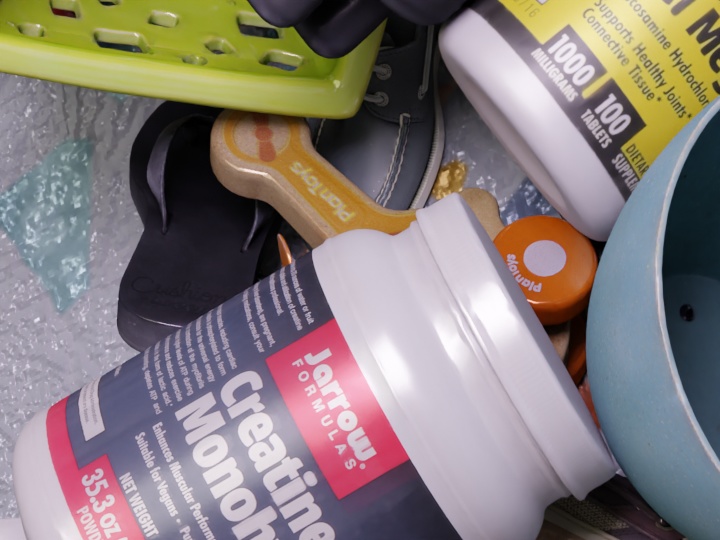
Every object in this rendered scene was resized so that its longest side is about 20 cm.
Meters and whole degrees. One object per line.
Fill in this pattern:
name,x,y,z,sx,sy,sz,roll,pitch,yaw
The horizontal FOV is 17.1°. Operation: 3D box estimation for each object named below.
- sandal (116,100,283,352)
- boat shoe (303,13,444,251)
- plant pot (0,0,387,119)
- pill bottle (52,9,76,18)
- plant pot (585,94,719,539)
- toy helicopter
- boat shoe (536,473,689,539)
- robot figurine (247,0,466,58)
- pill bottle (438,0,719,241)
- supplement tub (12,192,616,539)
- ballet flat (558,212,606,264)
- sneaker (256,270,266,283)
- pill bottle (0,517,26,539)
sandal,-0.069,-0.030,1.091,0.201,0.075,0.043,-94,10,-58
boat shoe,0.004,-0.098,1.111,0.072,0.062,0.202,11,82,32
plant pot,-0.088,-0.197,1.069,0.182,0.197,0.202,-118,39,-66
pill bottle,-0.157,-0.222,1.217,0.113,0.114,0.201,23,89,34
plant pot,0.164,0.032,0.916,0.135,0.199,0.202,150,125,-62
toy helicopter,0.000,0.000,1.028,0.132,0.079,0.200,-38,64,-20
boat shoe,0.113,0.115,0.978,0.199,0.072,0.065,23,55,32
robot figurine,0.030,-0.176,0.931,0.200,0.150,0.125,-44,101,11
pill bottle,0.138,-0.114,0.962,0.200,0.113,0.113,-39,58,0
supplement tub,-0.018,0.073,0.912,0.199,0.140,0.141,-31,61,5
ballet flat,0.094,-0.078,1.052,0.066,0.057,0.201,-36,60,19
sneaker,-0.048,0.041,1.098,0.200,0.079,0.076,-123,37,-51
pill bottle,-0.160,0.222,1.084,0.116,0.116,0.202,-19,66,26
